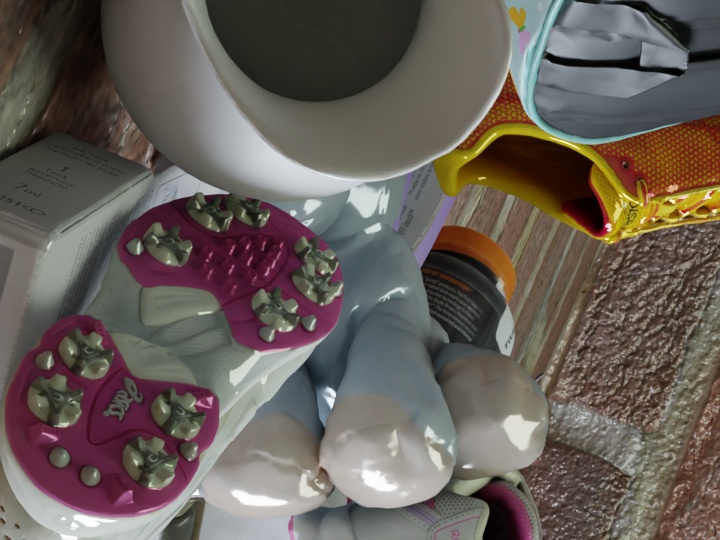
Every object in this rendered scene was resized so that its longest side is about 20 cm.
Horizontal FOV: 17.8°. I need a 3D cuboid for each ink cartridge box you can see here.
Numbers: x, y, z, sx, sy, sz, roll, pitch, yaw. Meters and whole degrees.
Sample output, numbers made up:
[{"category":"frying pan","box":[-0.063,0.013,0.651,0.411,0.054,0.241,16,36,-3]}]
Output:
[{"category":"ink cartridge box","box":[-0.115,0.049,0.816,0.176,0.045,0.201,-41,152,-67]}]

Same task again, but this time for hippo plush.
[{"category":"hippo plush","box":[0.000,0.000,0.940,0.200,0.159,0.161,-18,105,-44]}]

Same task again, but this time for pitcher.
[{"category":"pitcher","box":[-0.034,-0.105,0.731,0.121,0.172,0.200,-31,-175,-5]}]

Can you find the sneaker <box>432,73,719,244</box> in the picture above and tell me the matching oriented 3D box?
[{"category":"sneaker","box":[0.120,-0.040,0.932,0.073,0.199,0.077,113,-19,-57]}]

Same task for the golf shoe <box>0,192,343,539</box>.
[{"category":"golf shoe","box":[-0.071,0.040,0.755,0.092,0.075,0.200,-56,174,33]}]

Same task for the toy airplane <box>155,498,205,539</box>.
[{"category":"toy airplane","box":[-0.098,0.192,1.035,0.199,0.141,0.200,-58,-153,3]}]

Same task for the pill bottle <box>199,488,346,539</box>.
[{"category":"pill bottle","box":[-0.036,0.132,1.222,0.200,0.109,0.110,-25,136,-76]}]

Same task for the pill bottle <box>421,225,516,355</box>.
[{"category":"pill bottle","box":[0.031,0.060,1.436,0.106,0.106,0.200,101,15,-48]}]

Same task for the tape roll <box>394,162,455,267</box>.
[{"category":"tape roll","box":[0.018,-0.079,1.186,0.200,0.065,0.201,22,90,-80]}]

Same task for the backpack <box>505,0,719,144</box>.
[{"category":"backpack","box":[0.129,-0.135,0.797,0.199,0.154,0.176,-21,157,-18]}]

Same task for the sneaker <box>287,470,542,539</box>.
[{"category":"sneaker","box":[0.038,0.118,0.977,0.200,0.088,0.082,-23,100,-76]}]
